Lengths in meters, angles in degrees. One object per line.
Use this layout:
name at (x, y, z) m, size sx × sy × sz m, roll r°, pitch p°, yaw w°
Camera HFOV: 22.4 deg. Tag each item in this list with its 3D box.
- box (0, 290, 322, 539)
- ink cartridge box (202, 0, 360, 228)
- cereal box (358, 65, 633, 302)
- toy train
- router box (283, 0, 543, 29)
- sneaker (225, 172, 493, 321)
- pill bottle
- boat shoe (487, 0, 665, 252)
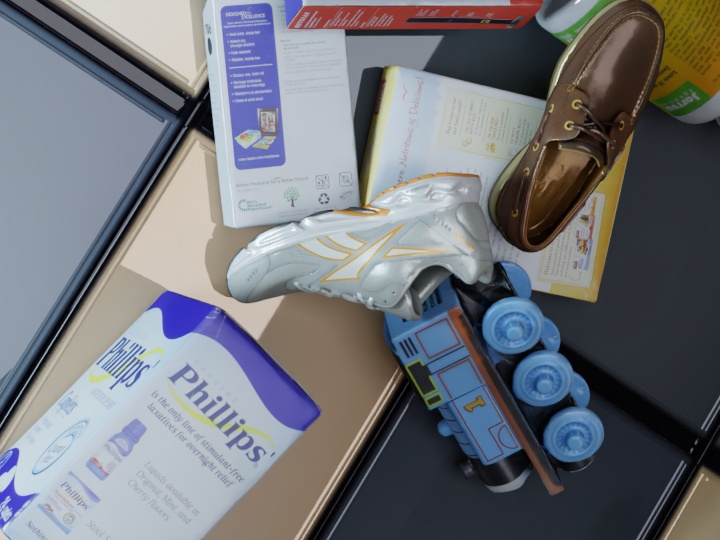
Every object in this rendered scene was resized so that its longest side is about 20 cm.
box at (-0.148, 0.121, 1.235) m, size 0.200 × 0.184 × 0.105 m, roll -46°, pitch 104°, yaw -10°
ink cartridge box at (-0.058, -0.134, 1.318) m, size 0.099 × 0.039 × 0.200 m, roll -6°, pitch 98°, yaw -18°
cereal box at (0.098, -0.064, 1.373) m, size 0.200 × 0.040 × 0.144 m, roll 12°, pitch 93°, yaw -18°
toy train at (0.101, 0.082, 1.355) m, size 0.114 × 0.087 × 0.200 m, roll -26°, pitch 116°, yaw 8°
router box at (0.028, -0.272, 1.300) m, size 0.179 × 0.049 × 0.200 m, roll -3°, pitch 78°, yaw -18°
sneaker at (0.000, 0.000, 1.289) m, size 0.200 × 0.076 × 0.092 m, roll -19°, pitch 82°, yaw 17°
pill bottle at (0.241, -0.180, 1.372) m, size 0.200 × 0.111 × 0.111 m, roll 31°, pitch 85°, yaw -17°
boat shoe at (0.163, -0.099, 1.306) m, size 0.072 × 0.068 × 0.200 m, roll 25°, pitch 106°, yaw -16°
